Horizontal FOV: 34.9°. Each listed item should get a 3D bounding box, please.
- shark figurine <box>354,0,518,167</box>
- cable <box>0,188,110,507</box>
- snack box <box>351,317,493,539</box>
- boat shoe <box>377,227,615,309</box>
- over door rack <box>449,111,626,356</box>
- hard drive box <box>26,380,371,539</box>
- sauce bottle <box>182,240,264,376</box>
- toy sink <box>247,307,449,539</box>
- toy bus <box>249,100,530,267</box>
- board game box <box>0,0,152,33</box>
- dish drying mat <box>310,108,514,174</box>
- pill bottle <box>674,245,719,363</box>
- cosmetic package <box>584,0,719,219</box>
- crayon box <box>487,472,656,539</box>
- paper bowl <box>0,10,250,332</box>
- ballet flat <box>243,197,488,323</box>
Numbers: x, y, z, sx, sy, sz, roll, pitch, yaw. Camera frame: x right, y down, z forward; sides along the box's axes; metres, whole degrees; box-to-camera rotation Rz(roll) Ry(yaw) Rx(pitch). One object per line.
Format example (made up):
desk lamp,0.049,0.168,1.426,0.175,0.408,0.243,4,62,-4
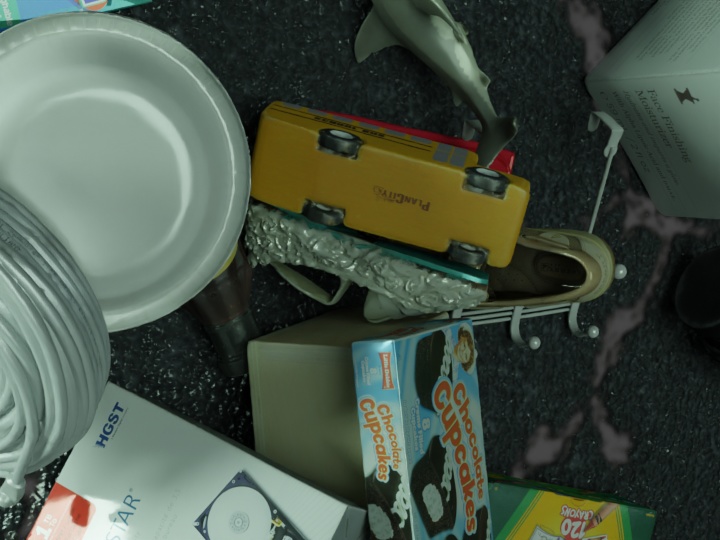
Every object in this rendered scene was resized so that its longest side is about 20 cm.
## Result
shark figurine,0.043,-0.169,0.890,0.089,0.128,0.215,-30,104,15
cable,-0.238,0.032,0.666,0.200,0.200,0.069,42,39,-9
snack box,0.047,0.139,0.785,0.116,0.037,0.202,-10,95,-59
boat shoe,0.089,-0.006,0.872,0.064,0.199,0.072,-14,102,-63
over door rack,0.151,-0.026,0.956,0.147,0.067,0.201,-7,110,-29
hard drive box,-0.113,0.190,0.773,0.157,0.199,0.077,-65,157,-8
sauce bottle,-0.117,-0.020,0.824,0.066,0.066,0.201,-31,108,-23
toy sink,0.003,0.138,0.855,0.130,0.111,0.202,-16,105,-58
toy bus,0.020,-0.064,0.830,0.199,0.078,0.065,15,110,3
board game box,-0.250,-0.224,0.737,0.199,0.045,0.153,-22,106,-26
dish drying mat,0.040,-0.077,0.931,0.199,0.018,0.077,7,96,-30
pill bottle,0.397,0.056,1.096,0.199,0.112,0.112,29,81,-28
cosmetic package,0.340,-0.155,0.989,0.165,0.200,0.165,-45,114,-18
crayon box,0.162,0.251,1.015,0.199,0.058,0.120,15,88,-30
paper bowl,-0.167,-0.059,0.716,0.199,0.104,0.202,-3,102,-13
ballet flat,0.000,0.000,0.844,0.072,0.199,0.072,-51,154,-38
